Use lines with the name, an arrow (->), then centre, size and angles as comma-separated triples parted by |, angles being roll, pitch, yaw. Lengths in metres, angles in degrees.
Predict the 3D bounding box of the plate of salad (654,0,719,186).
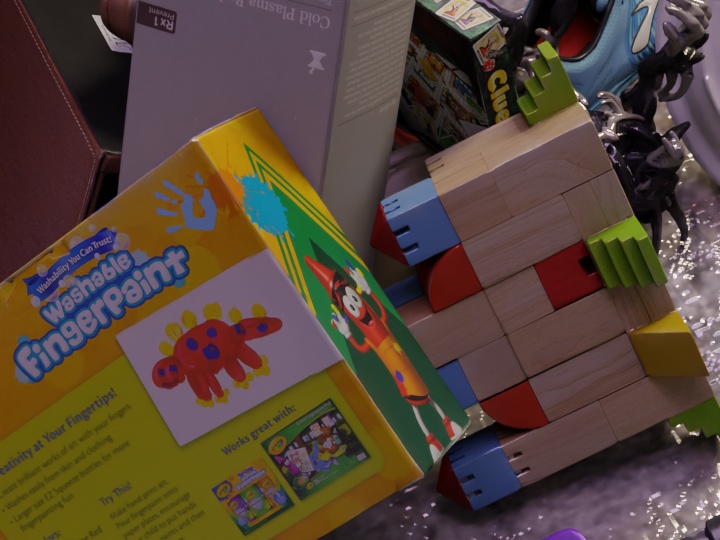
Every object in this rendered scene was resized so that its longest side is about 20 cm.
plate of salad -> 0.245, -0.119, 1.014 | 0.199, 0.201, 0.048 | 20, 17, 28

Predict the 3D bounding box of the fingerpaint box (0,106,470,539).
fingerpaint box -> -0.082, 0.055, 0.872 | 0.200, 0.167, 0.073 | -35, 1, 26

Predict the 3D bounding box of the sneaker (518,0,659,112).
sneaker -> 0.142, -0.147, 1.099 | 0.078, 0.090, 0.200 | 23, 58, 30

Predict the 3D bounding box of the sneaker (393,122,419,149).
sneaker -> 0.010, -0.147, 1.136 | 0.077, 0.082, 0.200 | -30, 50, -14

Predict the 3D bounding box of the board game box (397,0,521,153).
board game box -> 0.017, -0.117, 1.001 | 0.023, 0.105, 0.200 | -32, 43, -14

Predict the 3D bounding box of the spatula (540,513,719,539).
spatula -> 0.144, 0.124, 0.905 | 0.199, 0.021, 0.057 | -21, 60, -9

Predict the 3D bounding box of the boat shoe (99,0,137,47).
boat shoe -> -0.084, -0.145, 1.050 | 0.067, 0.072, 0.200 | 7, 12, 7

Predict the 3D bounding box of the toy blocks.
toy blocks -> 0.069, 0.017, 0.927 | 0.136, 0.201, 0.100 | -25, 22, 4

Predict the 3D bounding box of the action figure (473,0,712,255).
action figure -> 0.109, -0.094, 0.992 | 0.119, 0.102, 0.200 | -40, 93, -27

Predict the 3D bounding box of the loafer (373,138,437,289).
loafer -> 0.000, 0.000, 1.019 | 0.199, 0.076, 0.068 | -30, 58, -13

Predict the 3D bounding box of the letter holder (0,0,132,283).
letter holder -> -0.141, -0.053, 1.087 | 0.100, 0.143, 0.200 | 4, 33, -30

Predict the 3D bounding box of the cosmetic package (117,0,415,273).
cosmetic package -> -0.043, -0.072, 0.904 | 0.106, 0.201, 0.090 | 15, 20, 21
